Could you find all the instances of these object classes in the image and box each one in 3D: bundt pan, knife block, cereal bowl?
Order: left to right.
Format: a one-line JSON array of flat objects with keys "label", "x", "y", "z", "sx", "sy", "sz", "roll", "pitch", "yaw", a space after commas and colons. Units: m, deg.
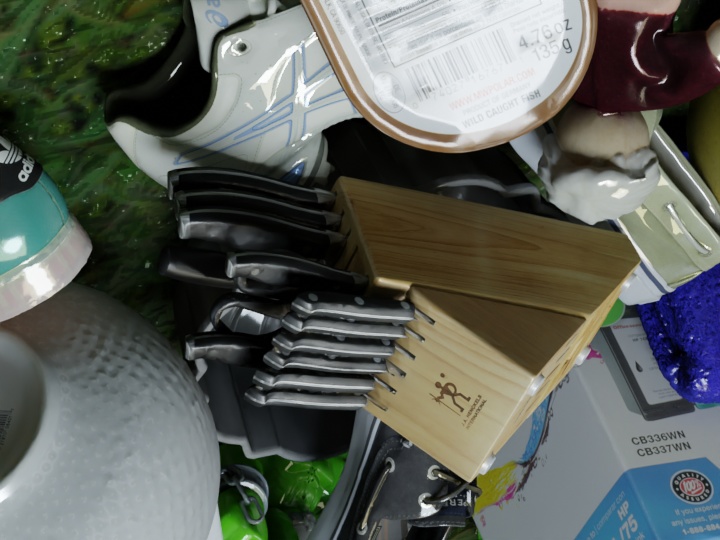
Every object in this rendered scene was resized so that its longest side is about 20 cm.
[{"label": "cereal bowl", "x": -0.164, "y": 0.083, "z": 0.966, "sx": 0.199, "sy": 0.201, "sz": 0.084, "roll": -25, "pitch": 143, "yaw": -1}, {"label": "bundt pan", "x": 0.000, "y": 0.000, "z": 1.070, "sx": 0.200, "sy": 0.076, "sz": 0.203, "roll": -17, "pitch": 145, "yaw": -12}, {"label": "knife block", "x": 0.010, "y": 0.001, "z": 0.965, "sx": 0.200, "sy": 0.175, "sz": 0.064, "roll": -39, "pitch": 163, "yaw": -56}]

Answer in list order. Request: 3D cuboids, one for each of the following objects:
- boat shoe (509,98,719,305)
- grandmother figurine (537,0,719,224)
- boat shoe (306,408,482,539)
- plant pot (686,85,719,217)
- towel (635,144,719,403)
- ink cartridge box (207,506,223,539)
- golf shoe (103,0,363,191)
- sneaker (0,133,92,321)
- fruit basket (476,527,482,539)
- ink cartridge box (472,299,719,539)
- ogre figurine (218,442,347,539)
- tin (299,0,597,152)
[{"label": "boat shoe", "x": 0.106, "y": -0.069, "z": 1.019, "sx": 0.062, "sy": 0.072, "sz": 0.200, "roll": -24, "pitch": 126, "yaw": 19}, {"label": "grandmother figurine", "x": 0.110, "y": -0.112, "z": 0.925, "sx": 0.060, "sy": 0.121, "sz": 0.202, "roll": -23, "pitch": 128, "yaw": -45}, {"label": "boat shoe", "x": 0.025, "y": 0.106, "z": 1.063, "sx": 0.070, "sy": 0.066, "sz": 0.201, "roll": 9, "pitch": 115, "yaw": -44}, {"label": "plant pot", "x": 0.236, "y": -0.076, "z": 1.055, "sx": 0.199, "sy": 0.202, "sz": 0.142, "roll": 3, "pitch": 160, "yaw": -36}, {"label": "towel", "x": 0.227, "y": -0.008, "z": 1.146, "sx": 0.199, "sy": 0.149, "sz": 0.050, "roll": -5, "pitch": 150, "yaw": -27}, {"label": "ink cartridge box", "x": -0.111, "y": 0.177, "z": 1.076, "sx": 0.050, "sy": 0.202, "sz": 0.162, "roll": -3, "pitch": 170, "yaw": -28}, {"label": "golf shoe", "x": -0.023, "y": -0.100, "z": 0.931, "sx": 0.097, "sy": 0.079, "sz": 0.200, "roll": 28, "pitch": 116, "yaw": -39}, {"label": "sneaker", "x": -0.217, "y": -0.002, "z": 0.944, "sx": 0.199, "sy": 0.072, "sz": 0.080, "roll": -24, "pitch": 120, "yaw": 11}, {"label": "fruit basket", "x": 0.127, "y": 0.198, "z": 1.285, "sx": 0.214, "sy": 0.216, "sz": 0.156, "roll": -23, "pitch": 146, "yaw": -5}, {"label": "ink cartridge box", "x": 0.146, "y": 0.090, "z": 1.172, "sx": 0.146, "sy": 0.201, "sz": 0.146, "roll": -6, "pitch": 144, "yaw": -27}, {"label": "ogre figurine", "x": -0.034, "y": 0.128, "z": 1.179, "sx": 0.199, "sy": 0.120, "sz": 0.098, "roll": 9, "pitch": 128, "yaw": -43}, {"label": "tin", "x": 0.022, "y": -0.136, "z": 0.863, "sx": 0.111, "sy": 0.042, "sz": 0.201, "roll": -24, "pitch": 118, "yaw": 7}]
